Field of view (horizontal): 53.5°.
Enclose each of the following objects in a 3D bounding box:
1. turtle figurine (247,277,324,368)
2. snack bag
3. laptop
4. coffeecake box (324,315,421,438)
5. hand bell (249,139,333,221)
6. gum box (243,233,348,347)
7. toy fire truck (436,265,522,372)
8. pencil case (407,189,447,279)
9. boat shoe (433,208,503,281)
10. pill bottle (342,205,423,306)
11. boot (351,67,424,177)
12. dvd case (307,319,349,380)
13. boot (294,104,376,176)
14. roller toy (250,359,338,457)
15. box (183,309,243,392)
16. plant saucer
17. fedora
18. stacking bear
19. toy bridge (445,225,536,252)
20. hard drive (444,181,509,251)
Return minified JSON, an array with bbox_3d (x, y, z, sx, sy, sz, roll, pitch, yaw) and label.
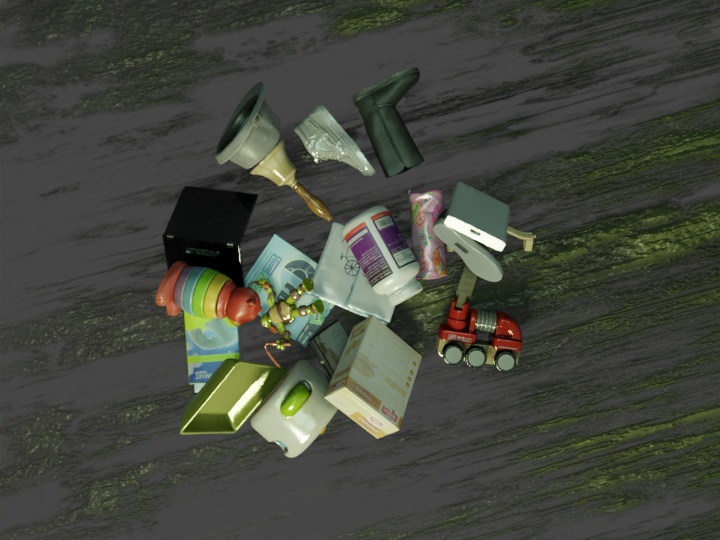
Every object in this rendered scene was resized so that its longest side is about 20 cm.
[{"bbox_3d":[-0.156,0.095,1.533,0.161,0.064,0.201,-27,73,24],"label":"turtle figurine"},{"bbox_3d":[0.000,0.000,1.572,0.199,0.021,0.189,22,73,-4],"label":"snack bag"},{"bbox_3d":[-0.326,-0.065,1.586,0.186,0.116,0.201,8,118,17],"label":"laptop"},{"bbox_3d":[0.031,0.222,1.502,0.153,0.200,0.073,41,134,-17],"label":"coffeecake box"},{"bbox_3d":[-0.137,-0.184,1.586,0.200,0.104,0.104,44,90,-13],"label":"hand bell"},{"bbox_3d":[-0.155,0.045,1.592,0.200,0.045,0.170,34,90,1],"label":"gum box"},{"bbox_3d":[0.265,0.101,1.566,0.175,0.129,0.201,8,100,0],"label":"toy fire truck"},{"bbox_3d":[0.147,-0.081,1.574,0.087,0.087,0.201,-2,90,0],"label":"pencil case"},{"bbox_3d":[0.241,-0.055,1.541,0.200,0.069,0.057,41,56,-18],"label":"boat shoe"},{"bbox_3d":[0.051,-0.029,1.520,0.112,0.112,0.201,-29,83,0],"label":"pill bottle"},{"bbox_3d":[0.092,-0.325,1.581,0.164,0.066,0.201,-24,87,9],"label":"boot"},{"bbox_3d":[-0.030,0.213,1.546,0.018,0.143,0.200,-31,90,24],"label":"dvd case"},{"bbox_3d":[-0.059,-0.265,1.587,0.096,0.074,0.200,-40,81,6],"label":"boot"},{"bbox_3d":[-0.129,0.296,1.525,0.140,0.200,0.183,41,115,-1],"label":"roller toy"},{"bbox_3d":[-0.325,0.170,1.591,0.121,0.048,0.201,-5,89,0],"label":"box"},{"bbox_3d":[-0.275,0.259,1.521,0.200,0.200,0.048,-49,64,8],"label":"plant saucer"},{"bbox_3d":[-0.231,-0.298,1.545,0.090,0.177,0.201,33,54,-25],"label":"fedora"},{"bbox_3d":[-0.307,0.057,1.508,0.199,0.122,0.114,16,72,10],"label":"stacking bear"},{"bbox_3d":[0.289,-0.075,1.582,0.199,0.027,0.067,-1,131,1],"label":"toy bridge"},{"bbox_3d":[0.251,-0.118,1.521,0.132,0.200,0.026,26,120,0],"label":"hard drive"}]
